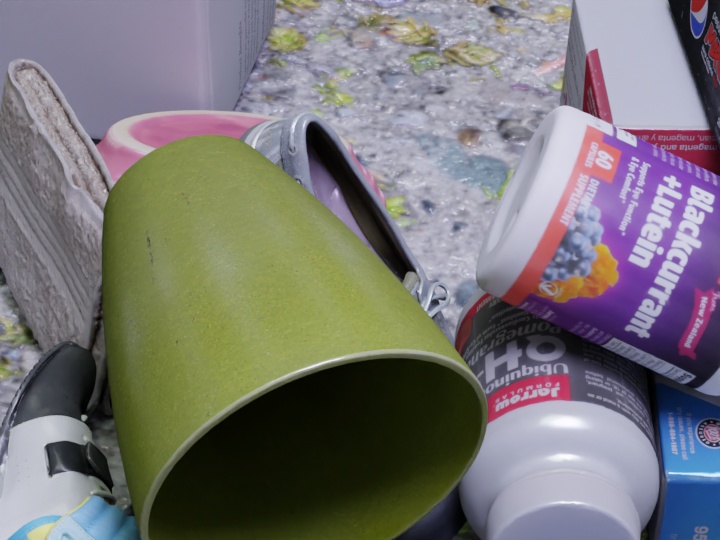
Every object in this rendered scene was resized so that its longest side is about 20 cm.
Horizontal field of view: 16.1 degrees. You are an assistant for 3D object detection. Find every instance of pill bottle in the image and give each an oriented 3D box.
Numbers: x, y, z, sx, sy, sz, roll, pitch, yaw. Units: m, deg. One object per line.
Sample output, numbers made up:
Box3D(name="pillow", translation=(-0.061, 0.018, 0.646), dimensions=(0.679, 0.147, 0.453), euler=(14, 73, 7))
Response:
Box3D(name="pill bottle", translation=(0.173, 0.000, 1.379), dimensions=(0.200, 0.111, 0.111), euler=(24, 41, -5))
Box3D(name="pill bottle", translation=(0.108, 0.094, 1.409), dimensions=(0.111, 0.111, 0.200), euler=(2, 36, -1))

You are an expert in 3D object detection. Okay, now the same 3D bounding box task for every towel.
Box3D(name="towel", translation=(-0.181, -0.019, 1.520), dimensions=(0.034, 0.133, 0.200), euler=(-6, 40, -28))

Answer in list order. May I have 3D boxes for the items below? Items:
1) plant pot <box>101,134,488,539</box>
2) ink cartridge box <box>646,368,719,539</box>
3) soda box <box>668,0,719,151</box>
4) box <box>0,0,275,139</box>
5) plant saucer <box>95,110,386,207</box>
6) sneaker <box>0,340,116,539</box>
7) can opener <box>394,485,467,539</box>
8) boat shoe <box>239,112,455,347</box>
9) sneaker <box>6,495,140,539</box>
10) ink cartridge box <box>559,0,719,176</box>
Box3D(name="plant pot", translation=(-0.058, 0.030, 1.319), dimensions=(0.187, 0.187, 0.200), euler=(-14, 53, -18))
Box3D(name="ink cartridge box", translation=(0.263, 0.096, 1.447), dimensions=(0.200, 0.084, 0.145), euler=(2, 41, 0))
Box3D(name="soda box", translation=(0.223, -0.122, 1.400), dimensions=(0.063, 0.071, 0.200), euler=(2, 39, -10))
Box3D(name="box", translation=(-0.171, -0.212, 1.695), dimensions=(0.200, 0.199, 0.171), euler=(9, 41, 10))
Box3D(name="plant saucer", translation=(-0.082, -0.059, 1.578), dimensions=(0.200, 0.051, 0.201), euler=(4, 16, -1))
Box3D(name="sneaker", translation=(-0.165, 0.128, 1.400), dimensions=(0.088, 0.074, 0.200), euler=(11, 52, 8))
Box3D(name="can opener", translation=(-0.005, 0.179, 1.367), dimensions=(0.063, 0.079, 0.200), euler=(-18, 21, 40))
Box3D(name="boat shoe", translation=(0.001, -0.002, 1.478), dimensions=(0.074, 0.202, 0.065), euler=(-38, 15, -33))
Box3D(name="sneaker", translation=(-0.132, 0.196, 1.274), dimensions=(0.130, 0.080, 0.200), euler=(32, 30, -19))
Box3D(name="ink cartridge box", translation=(0.194, -0.047, 1.521), dimensions=(0.144, 0.200, 0.145), euler=(0, 39, -4))
